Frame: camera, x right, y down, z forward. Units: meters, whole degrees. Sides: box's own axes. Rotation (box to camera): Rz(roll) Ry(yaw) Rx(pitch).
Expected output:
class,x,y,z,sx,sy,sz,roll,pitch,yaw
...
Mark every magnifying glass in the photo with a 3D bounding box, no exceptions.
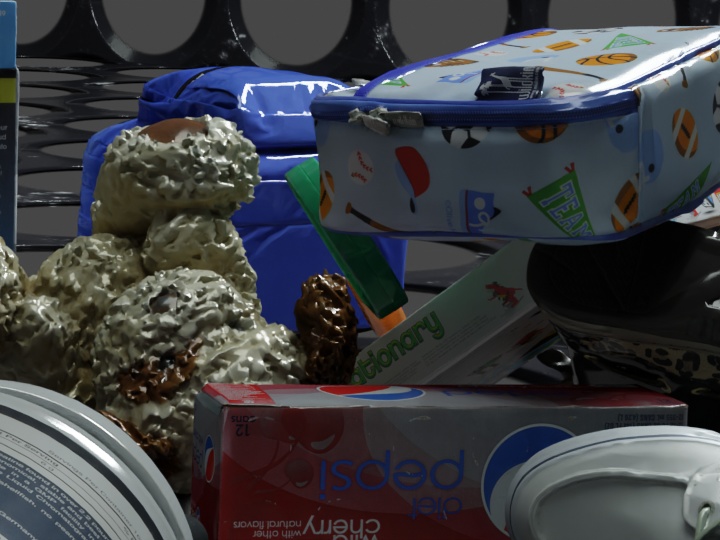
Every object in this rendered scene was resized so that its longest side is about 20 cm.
class,x,y,z,sx,sy,sz,roll,pitch,yaw
magnifying glass,0.000,0.000,1.124,0.022,0.080,0.200,-34,-16,-1

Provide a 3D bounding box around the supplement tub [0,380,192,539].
class,x,y,z,sx,sy,sz,roll,pitch,yaw
supplement tub,-0.118,0.107,0.585,0.140,0.141,0.200,3,9,6

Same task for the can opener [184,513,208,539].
class,x,y,z,sx,sy,sz,roll,pitch,yaw
can opener,-0.127,0.102,0.838,0.053,0.067,0.200,9,12,31

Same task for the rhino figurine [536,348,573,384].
class,x,y,z,sx,sy,sz,roll,pitch,yaw
rhino figurine,0.159,0.048,1.250,0.087,0.060,0.200,-15,-2,36

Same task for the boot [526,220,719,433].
class,x,y,z,sx,sy,sz,roll,pitch,yaw
boot,0.176,0.047,1.047,0.200,0.073,0.151,11,-26,15

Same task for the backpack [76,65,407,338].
class,x,y,z,sx,sy,sz,roll,pitch,yaw
backpack,-0.077,-0.041,1.442,0.162,0.168,0.200,4,3,-33

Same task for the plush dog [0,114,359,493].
class,x,y,z,sx,sy,sz,roll,pitch,yaw
plush dog,-0.097,0.044,1.098,0.200,0.161,0.172,-29,39,-24

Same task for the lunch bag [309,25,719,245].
class,x,y,z,sx,sy,sz,roll,pitch,yaw
lunch bag,0.074,-0.063,1.021,0.160,0.076,0.200,5,15,34

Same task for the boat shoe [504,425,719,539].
class,x,y,z,sx,sy,sz,roll,pitch,yaw
boat shoe,0.148,0.102,0.877,0.200,0.074,0.067,6,7,16

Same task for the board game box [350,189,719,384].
class,x,y,z,sx,sy,sz,roll,pitch,yaw
board game box,0.078,0.017,1.159,0.200,0.035,0.126,-37,-14,34

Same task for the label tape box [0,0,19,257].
class,x,y,z,sx,sy,sz,roll,pitch,yaw
label tape box,-0.283,-0.066,1.423,0.143,0.200,0.066,-1,7,-17

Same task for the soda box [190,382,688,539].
class,x,y,z,sx,sy,sz,roll,pitch,yaw
soda box,0.032,0.084,0.972,0.200,0.070,0.063,1,6,-14
